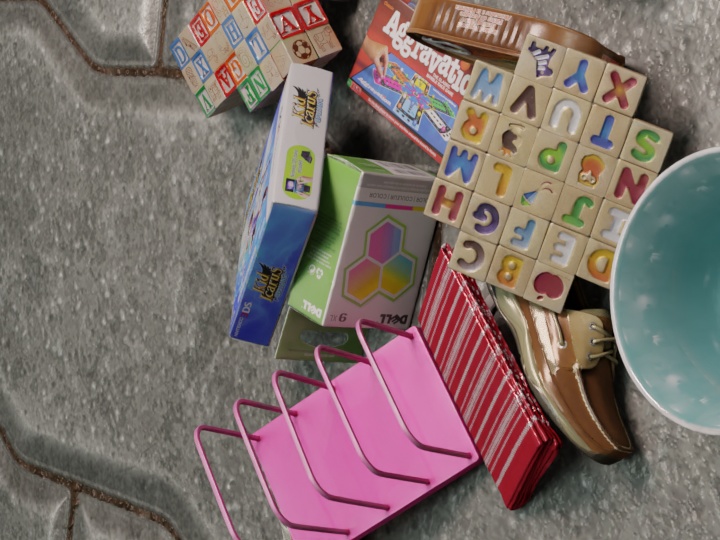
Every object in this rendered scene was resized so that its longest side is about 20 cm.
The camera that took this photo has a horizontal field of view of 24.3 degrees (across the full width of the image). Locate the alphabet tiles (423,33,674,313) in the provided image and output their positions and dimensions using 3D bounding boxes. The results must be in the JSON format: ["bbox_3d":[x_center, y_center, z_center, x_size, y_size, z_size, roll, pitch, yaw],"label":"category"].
[{"bbox_3d":[0.144,-0.074,1.307,0.166,0.006,0.200,23,108,14],"label":"alphabet tiles"}]

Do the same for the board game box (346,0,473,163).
[{"bbox_3d":[0.064,-0.170,1.529,0.200,0.019,0.103,44,118,42],"label":"board game box"}]

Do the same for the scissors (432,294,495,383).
[{"bbox_3d":[0.077,0.070,1.497,0.073,0.014,0.200,43,119,42],"label":"scissors"}]

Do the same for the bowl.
[{"bbox_3d":[0.287,0.016,1.186,0.201,0.105,0.201,-5,84,50],"label":"bowl"}]

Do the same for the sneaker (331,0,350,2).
[{"bbox_3d":[-0.058,-0.345,1.657,0.200,0.074,0.081,45,114,33],"label":"sneaker"}]

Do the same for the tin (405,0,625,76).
[{"bbox_3d":[0.127,-0.185,1.377,0.200,0.112,0.042,21,88,40],"label":"tin"}]

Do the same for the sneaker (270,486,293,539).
[{"bbox_3d":[-0.052,0.251,1.588,0.082,0.078,0.200,-49,48,46],"label":"sneaker"}]

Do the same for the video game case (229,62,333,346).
[{"bbox_3d":[-0.076,-0.061,1.566,0.200,0.045,0.182,113,167,-47],"label":"video game case"}]

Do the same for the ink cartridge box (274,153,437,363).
[{"bbox_3d":[0.000,0.000,1.525,0.059,0.104,0.200,29,109,47],"label":"ink cartridge box"}]

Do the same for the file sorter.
[{"bbox_3d":[-0.025,0.150,1.466,0.200,0.125,0.139,-35,64,20],"label":"file sorter"}]

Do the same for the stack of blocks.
[{"bbox_3d":[-0.108,-0.221,1.657,0.115,0.059,0.200,63,149,4],"label":"stack of blocks"}]

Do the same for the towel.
[{"bbox_3d":[0.105,0.091,1.406,0.145,0.022,0.200,105,144,-60],"label":"towel"}]

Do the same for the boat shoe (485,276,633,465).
[{"bbox_3d":[0.170,0.058,1.346,0.074,0.076,0.200,-36,63,23],"label":"boat shoe"}]
